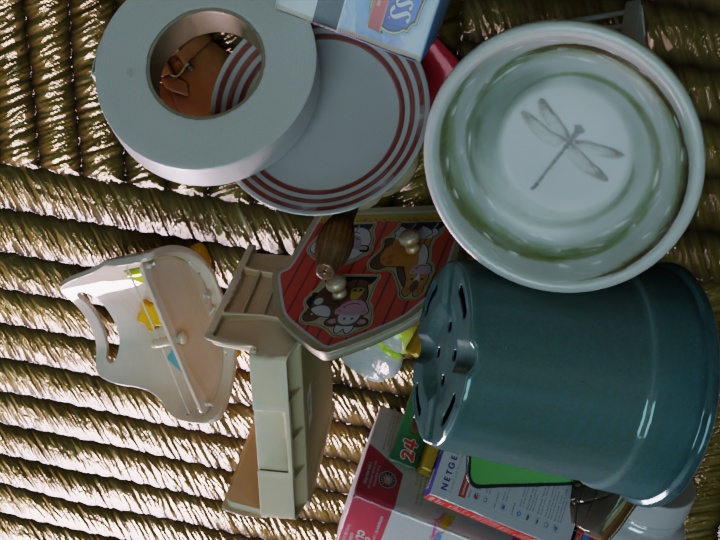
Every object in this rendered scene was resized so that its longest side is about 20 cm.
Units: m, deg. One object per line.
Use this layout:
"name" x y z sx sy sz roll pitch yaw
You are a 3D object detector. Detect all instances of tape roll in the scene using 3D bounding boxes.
"tape roll" -0.133 -0.174 0.876 0.198 0.207 0.037 10 163 8

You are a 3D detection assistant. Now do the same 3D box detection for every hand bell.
"hand bell" -0.013 -0.059 0.903 0.102 0.201 0.106 7 127 9

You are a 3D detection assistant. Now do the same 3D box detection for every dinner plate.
"dinner plate" -0.036 -0.141 0.889 0.196 0.204 0.024 11 162 8

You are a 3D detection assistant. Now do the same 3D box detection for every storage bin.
"storage bin" -0.087 0.112 1.019 0.091 0.200 0.204 3 119 7

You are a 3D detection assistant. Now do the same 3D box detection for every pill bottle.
"pill bottle" 0.278 0.295 1.071 0.111 0.114 0.203 16 119 5

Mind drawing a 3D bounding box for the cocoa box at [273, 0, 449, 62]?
"cocoa box" 0.028 -0.292 0.805 0.129 0.134 0.203 20 112 3

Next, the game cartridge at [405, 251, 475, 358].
"game cartridge" 0.164 0.035 0.951 0.174 0.032 0.202 30 87 -4

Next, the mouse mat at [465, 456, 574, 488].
"mouse mat" 0.191 0.120 0.931 0.196 0.008 0.165 2 94 -18

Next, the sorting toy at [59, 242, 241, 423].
"sorting toy" -0.240 0.058 1.093 0.177 0.107 0.203 -6 116 25

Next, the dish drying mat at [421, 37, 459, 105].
"dish drying mat" 0.023 -0.215 0.925 0.200 0.018 0.077 45 118 -11

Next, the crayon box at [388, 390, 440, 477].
"crayon box" 0.141 0.173 1.036 0.196 0.129 0.051 20 164 2

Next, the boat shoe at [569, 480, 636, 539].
"boat shoe" 0.265 0.158 0.916 0.073 0.075 0.203 32 84 -23

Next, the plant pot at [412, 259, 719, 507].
"plant pot" 0.153 0.079 0.817 0.192 0.202 0.203 9 121 -12

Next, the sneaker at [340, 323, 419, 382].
"sneaker" 0.038 0.039 1.026 0.075 0.106 0.201 35 151 3

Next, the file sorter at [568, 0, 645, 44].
"file sorter" 0.177 -0.122 0.833 0.122 0.201 0.141 -4 117 20

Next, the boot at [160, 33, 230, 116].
"boot" -0.139 -0.196 0.954 0.197 0.077 0.158 -23 99 21

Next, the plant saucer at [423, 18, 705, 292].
"plant saucer" 0.145 -0.083 0.717 0.196 0.050 0.204 9 120 16

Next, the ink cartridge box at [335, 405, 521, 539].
"ink cartridge box" 0.087 0.252 1.077 0.197 0.148 0.087 23 123 2

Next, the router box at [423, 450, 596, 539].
"router box" 0.178 0.161 0.990 0.176 0.203 0.049 22 164 2

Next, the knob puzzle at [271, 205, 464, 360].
"knob puzzle" 0.000 0.000 0.922 0.215 0.222 0.031 -8 129 18
